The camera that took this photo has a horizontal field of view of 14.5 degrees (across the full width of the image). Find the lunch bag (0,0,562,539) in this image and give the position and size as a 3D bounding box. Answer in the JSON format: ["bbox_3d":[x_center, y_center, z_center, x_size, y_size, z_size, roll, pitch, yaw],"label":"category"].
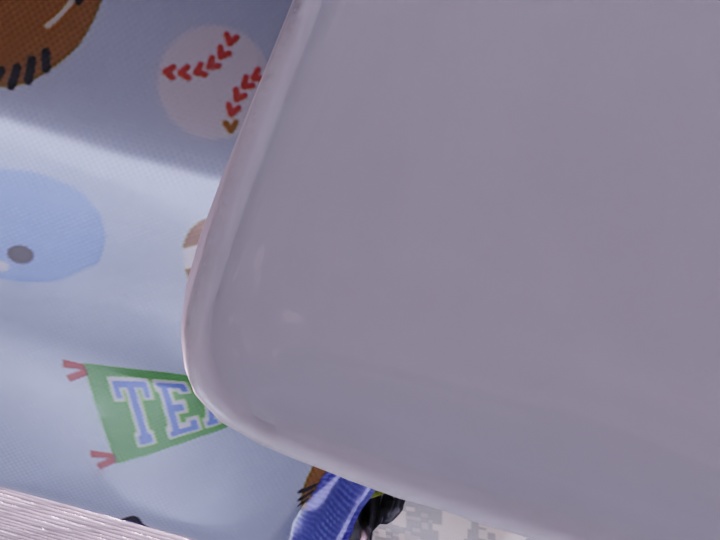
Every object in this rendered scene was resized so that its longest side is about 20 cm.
[{"bbox_3d":[-0.056,-0.078,0.448,0.170,0.200,0.124,18,138,-12],"label":"lunch bag"}]

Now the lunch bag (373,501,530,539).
[{"bbox_3d":[0.043,0.067,1.125,0.200,0.139,0.168,9,151,19],"label":"lunch bag"}]

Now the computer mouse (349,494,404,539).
[{"bbox_3d":[0.035,0.007,0.895,0.053,0.139,0.200,21,156,-27],"label":"computer mouse"}]

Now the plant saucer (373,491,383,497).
[{"bbox_3d":[0.000,0.000,0.745,0.200,0.048,0.200,-21,141,15],"label":"plant saucer"}]

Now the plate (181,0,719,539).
[{"bbox_3d":[0.074,-0.049,0.386,0.200,0.200,0.032,23,171,-37],"label":"plate"}]
